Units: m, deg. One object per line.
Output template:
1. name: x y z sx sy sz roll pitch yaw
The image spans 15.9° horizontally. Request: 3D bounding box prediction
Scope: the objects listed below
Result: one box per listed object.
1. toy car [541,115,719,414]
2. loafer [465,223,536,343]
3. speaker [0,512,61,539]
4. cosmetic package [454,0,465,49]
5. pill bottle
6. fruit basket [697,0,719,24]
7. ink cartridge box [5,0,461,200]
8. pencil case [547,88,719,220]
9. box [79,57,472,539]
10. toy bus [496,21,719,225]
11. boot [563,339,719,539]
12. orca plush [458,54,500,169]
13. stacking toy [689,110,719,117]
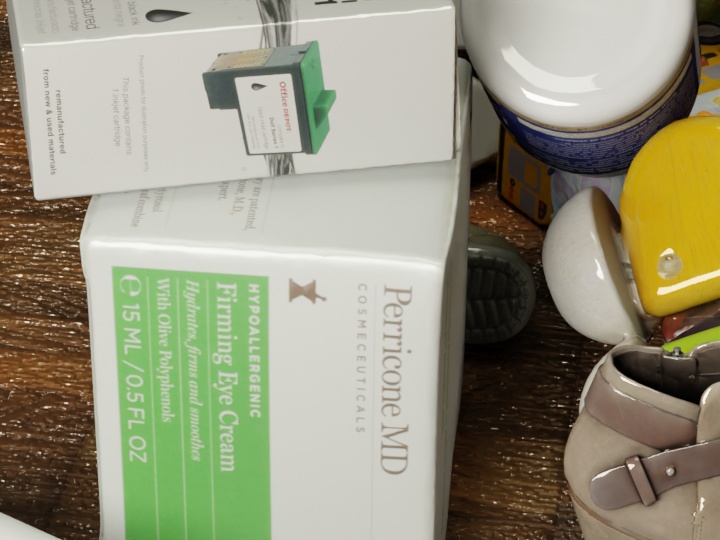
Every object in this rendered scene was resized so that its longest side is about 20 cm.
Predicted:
1. toy car: 0.197 0.028 1.297 0.174 0.150 0.201 -19 68 17
2. loafer: 0.000 0.000 1.439 0.198 0.076 0.070 9 20 5
3. speaker: -0.181 0.146 1.174 0.199 0.082 0.081 20 36 29
4. cosmetic package: 0.048 -0.184 1.649 0.107 0.086 0.200 2 8 8
5. pill bottle: 0.118 -0.112 1.325 0.115 0.117 0.200 7 -8 10
6. fruit basket: 0.244 -0.209 1.670 0.184 0.200 0.094 -19 79 -28
7. ink cartridge box: -0.062 -0.110 1.206 0.198 0.085 0.146 -7 33 -9
8. pencil case: 0.207 -0.060 1.519 0.199 0.091 0.083 -19 64 -28
9. box: -0.035 0.021 1.266 0.170 0.200 0.200 3 33 4
10. toy bus: 0.175 -0.093 1.588 0.199 0.065 0.078 -18 36 -29
11. boot: 0.193 0.102 1.187 0.198 0.147 0.070 1 30 0
12. orca plush: 0.003 -0.081 1.543 0.071 0.106 0.199 7 25 42
13. stacking toy: 0.234 -0.062 1.412 0.199 0.117 0.110 12 -9 24
